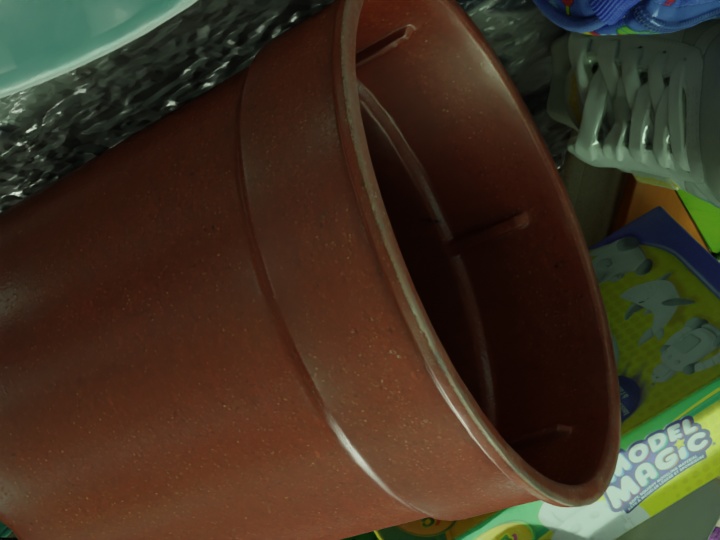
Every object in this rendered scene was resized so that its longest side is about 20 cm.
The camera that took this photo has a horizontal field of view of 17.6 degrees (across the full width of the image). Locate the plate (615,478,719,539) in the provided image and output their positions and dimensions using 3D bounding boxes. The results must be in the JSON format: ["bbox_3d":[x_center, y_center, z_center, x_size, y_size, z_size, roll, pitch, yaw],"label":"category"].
[{"bbox_3d":[0.042,0.141,0.951,0.198,0.033,0.200,-23,-174,25],"label":"plate"}]

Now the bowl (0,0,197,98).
[{"bbox_3d":[-0.103,-0.124,0.497,0.199,0.106,0.201,-20,160,-7],"label":"bowl"}]

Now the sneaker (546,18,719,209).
[{"bbox_3d":[0.118,-0.058,0.855,0.080,0.077,0.200,-1,-171,-4],"label":"sneaker"}]

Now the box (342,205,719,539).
[{"bbox_3d":[0.064,0.063,0.906,0.199,0.117,0.049,-32,124,-4],"label":"box"}]

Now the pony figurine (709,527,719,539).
[{"bbox_3d":[0.262,0.171,1.628,0.192,0.167,0.201,-21,146,-30],"label":"pony figurine"}]

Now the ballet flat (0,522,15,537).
[{"bbox_3d":[-0.188,0.106,1.076,0.200,0.071,0.065,-39,-177,42],"label":"ballet flat"}]

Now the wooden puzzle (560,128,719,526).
[{"bbox_3d":[0.165,0.020,0.994,0.183,0.202,0.037,11,-164,-8],"label":"wooden puzzle"}]

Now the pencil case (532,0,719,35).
[{"bbox_3d":[0.147,-0.126,0.800,0.199,0.087,0.078,-9,156,-32],"label":"pencil case"}]

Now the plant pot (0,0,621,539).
[{"bbox_3d":[-0.036,0.020,0.836,0.194,0.202,0.200,-23,162,22],"label":"plant pot"}]

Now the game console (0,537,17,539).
[{"bbox_3d":[-0.165,0.126,0.895,0.175,0.031,0.200,7,-178,-4],"label":"game console"}]
